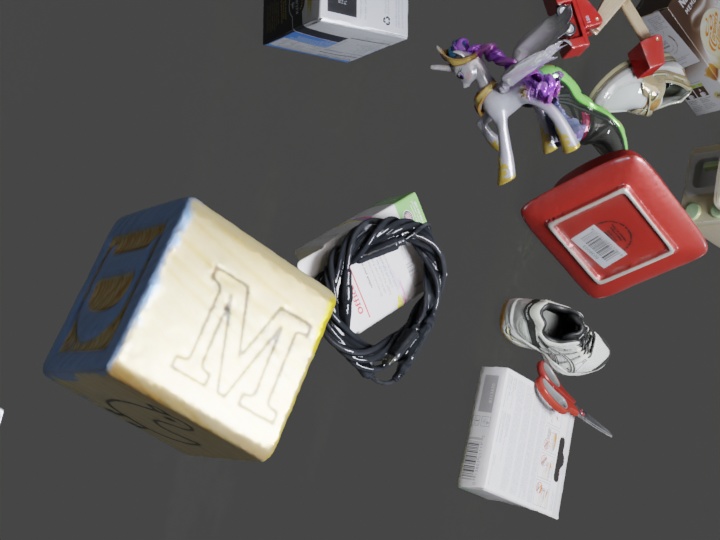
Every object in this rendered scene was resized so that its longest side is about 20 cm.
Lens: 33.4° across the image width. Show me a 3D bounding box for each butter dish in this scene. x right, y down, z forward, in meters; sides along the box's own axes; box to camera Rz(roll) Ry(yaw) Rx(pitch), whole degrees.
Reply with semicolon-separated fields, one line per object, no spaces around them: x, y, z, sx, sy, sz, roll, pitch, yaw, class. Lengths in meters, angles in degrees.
0.354;-0.091;1.665;0.200;0.198;0.149;45;39;-24;butter dish

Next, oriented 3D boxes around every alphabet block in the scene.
-0.177;0.065;1.246;0.199;0.195;0.198;34;69;-26;alphabet block

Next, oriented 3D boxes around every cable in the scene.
0.026;0.020;1.404;0.163;0.051;0.201;40;67;-22;cable

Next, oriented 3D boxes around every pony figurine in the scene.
0.210;-0.239;1.568;0.201;0.192;0.167;59;25;-14;pony figurine

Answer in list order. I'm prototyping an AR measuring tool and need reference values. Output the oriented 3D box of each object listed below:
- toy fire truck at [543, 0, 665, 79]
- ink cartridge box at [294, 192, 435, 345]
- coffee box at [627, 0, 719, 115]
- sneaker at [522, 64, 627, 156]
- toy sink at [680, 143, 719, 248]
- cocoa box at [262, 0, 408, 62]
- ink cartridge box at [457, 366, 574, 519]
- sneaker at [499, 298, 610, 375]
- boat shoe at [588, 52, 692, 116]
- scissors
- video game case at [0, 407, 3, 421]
0.335;-0.363;1.693;0.139;0.049;0.202;-15;83;-12;toy fire truck
0.000;0.000;1.452;0.199;0.067;0.118;-30;104;-34;ink cartridge box
0.516;-0.355;1.847;0.200;0.079;0.115;46;62;-23;coffee box
0.297;-0.208;1.693;0.199;0.077;0.084;34;84;-24;sneaker
0.567;-0.118;1.841;0.199;0.111;0.132;24;72;-36;toy sink
-0.031;-0.367;1.429;0.132;0.131;0.203;5;82;-35;cocoa box
0.213;0.233;1.605;0.199;0.050;0.163;31;67;-49;ink cartridge box
0.282;0.093;1.632;0.199;0.087;0.077;22;71;-33;sneaker
0.415;-0.266;1.759;0.199;0.075;0.069;-24;64;-35;boat shoe
0.297;0.197;1.652;0.200;0.014;0.074;46;24;-29;scissors
-0.455;0.171;1.143;0.199;0.017;0.145;24;72;-31;video game case
